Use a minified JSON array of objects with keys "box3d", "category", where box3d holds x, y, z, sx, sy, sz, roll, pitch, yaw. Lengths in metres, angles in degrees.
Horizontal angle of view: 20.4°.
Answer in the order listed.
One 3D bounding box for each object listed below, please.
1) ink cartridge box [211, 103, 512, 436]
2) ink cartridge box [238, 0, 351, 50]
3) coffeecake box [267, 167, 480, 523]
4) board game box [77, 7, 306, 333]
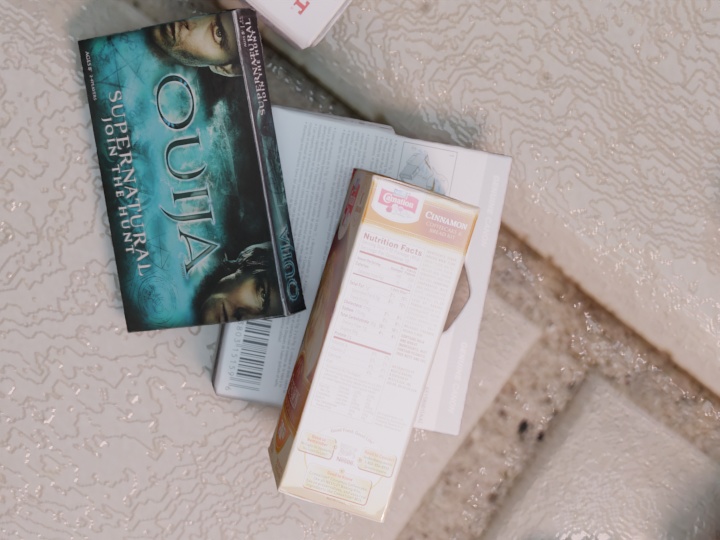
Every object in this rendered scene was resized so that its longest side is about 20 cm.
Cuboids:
[{"box3d":[0.000,0.000,1.370,0.172,0.044,0.202,11,93,-7],"category":"ink cartridge box"},{"box3d":[-0.068,-0.262,1.322,0.200,0.084,0.146,40,90,-8],"category":"ink cartridge box"},{"box3d":[0.005,0.042,1.275,0.072,0.154,0.202,17,93,-5],"category":"coffeecake box"},{"box3d":[-0.113,-0.064,1.325,0.134,0.028,0.202,-7,96,32],"category":"board game box"}]
